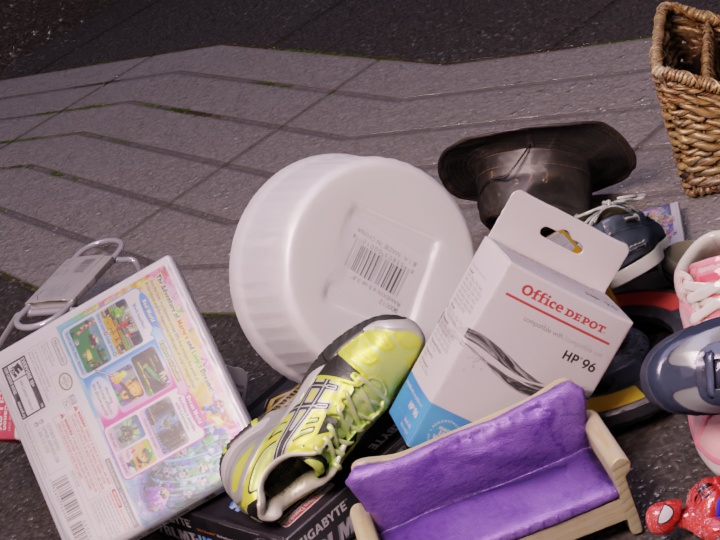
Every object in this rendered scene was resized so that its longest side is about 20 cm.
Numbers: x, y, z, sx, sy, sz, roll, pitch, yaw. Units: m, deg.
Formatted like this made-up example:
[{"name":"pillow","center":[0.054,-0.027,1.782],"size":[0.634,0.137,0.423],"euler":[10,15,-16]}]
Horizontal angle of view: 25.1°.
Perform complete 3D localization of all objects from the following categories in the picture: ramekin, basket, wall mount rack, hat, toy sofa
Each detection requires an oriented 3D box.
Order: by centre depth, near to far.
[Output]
[{"name":"toy sofa","center":[0.093,0.164,1.158],"size":[0.198,0.098,0.083],"euler":[-21,22,-1]},{"name":"ramekin","center":[0.000,0.000,1.334],"size":[0.199,0.202,0.098],"euler":[-31,10,-22]},{"name":"hat","center":[0.176,-0.075,1.605],"size":[0.199,0.201,0.082],"euler":[-12,63,22]},{"name":"basket","center":[0.377,-0.190,1.619],"size":[0.141,0.150,0.200],"euler":[-13,23,20]},{"name":"wall mount rack","center":[-0.345,0.042,1.858],"size":[0.172,0.075,0.200],"euler":[-5,28,26]}]

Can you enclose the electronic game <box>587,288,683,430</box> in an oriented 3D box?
[{"name":"electronic game","center":[0.202,0.072,1.335],"size":[0.198,0.042,0.200],"euler":[-19,23,8]}]

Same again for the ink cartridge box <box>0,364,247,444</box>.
[{"name":"ink cartridge box","center":[-0.222,0.121,1.464],"size":[0.198,0.084,0.145],"euler":[-3,-12,38]}]

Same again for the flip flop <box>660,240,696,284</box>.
[{"name":"flip flop","center":[0.323,-0.005,1.349],"size":[0.080,0.058,0.200],"euler":[-9,18,-23]}]

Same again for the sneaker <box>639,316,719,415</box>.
[{"name":"sneaker","center":[0.292,0.062,1.107],"size":[0.198,0.071,0.082],"euler":[-10,0,7]}]

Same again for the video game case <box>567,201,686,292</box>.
[{"name":"video game case","center":[0.210,-0.004,1.526],"size":[0.198,0.018,0.144],"euler":[-16,23,14]}]

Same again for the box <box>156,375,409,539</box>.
[{"name":"box","center":[-0.052,0.165,1.351],"size":[0.200,0.050,0.197],"euler":[-38,27,-32]}]

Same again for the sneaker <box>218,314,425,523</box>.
[{"name":"sneaker","center":[-0.020,0.120,1.247],"size":[0.200,0.075,0.077],"euler":[-46,33,6]}]

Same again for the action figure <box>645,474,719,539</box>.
[{"name":"action figure","center":[0.289,0.139,1.107],"size":[0.198,0.052,0.066],"euler":[-23,27,2]}]

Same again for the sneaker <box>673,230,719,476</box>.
[{"name":"sneaker","center":[0.270,0.053,1.197],"size":[0.075,0.105,0.201],"euler":[-12,40,22]}]

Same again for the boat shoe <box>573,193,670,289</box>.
[{"name":"boat shoe","center":[0.226,-0.031,1.419],"size":[0.074,0.062,0.200],"euler":[-27,3,17]}]

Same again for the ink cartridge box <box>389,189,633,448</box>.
[{"name":"ink cartridge box","center":[0.122,0.056,1.218],"size":[0.201,0.115,0.068],"euler":[-62,19,11]}]

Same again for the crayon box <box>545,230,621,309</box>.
[{"name":"crayon box","center":[0.144,0.035,1.357],"size":[0.125,0.052,0.200],"euler":[-29,13,3]}]

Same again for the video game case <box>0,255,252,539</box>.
[{"name":"video game case","center":[-0.193,0.116,1.335],"size":[0.181,0.201,0.024],"euler":[-29,-21,3]}]
